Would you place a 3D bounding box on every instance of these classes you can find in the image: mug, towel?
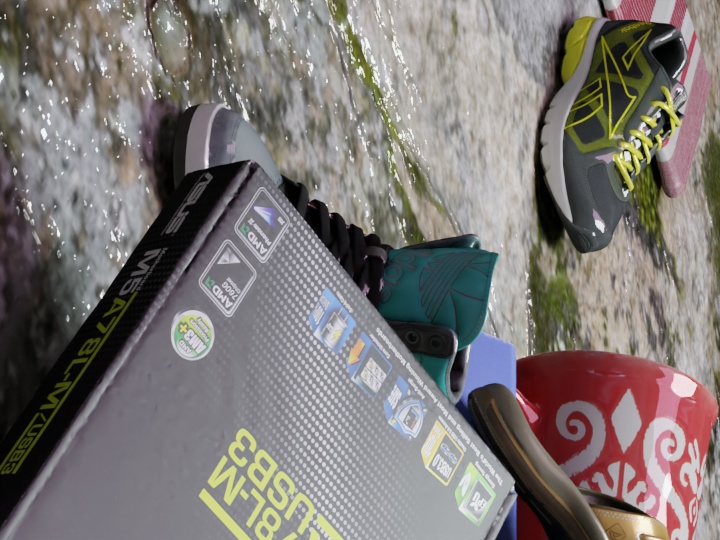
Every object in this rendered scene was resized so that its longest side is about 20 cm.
[{"bbox_3d":[0.108,0.159,1.371,0.134,0.176,0.201,123,-22,-64],"label":"mug"},{"bbox_3d":[0.223,-0.176,1.846,0.145,0.023,0.201,-69,144,-45],"label":"towel"}]

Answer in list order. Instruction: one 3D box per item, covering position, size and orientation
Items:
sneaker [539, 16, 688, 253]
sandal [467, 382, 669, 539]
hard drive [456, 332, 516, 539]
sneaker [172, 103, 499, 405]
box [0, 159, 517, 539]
[{"bbox_3d":[0.172,-0.099,1.609,0.075,0.084,0.201,59,32,-45],"label":"sneaker"},{"bbox_3d":[0.127,0.133,1.252,0.201,0.054,0.080,56,-9,-9],"label":"sandal"},{"bbox_3d":[0.036,0.123,1.243,0.132,0.025,0.202,22,63,-49],"label":"hard drive"},{"bbox_3d":[0.000,0.000,1.096,0.201,0.120,0.084,63,30,-41],"label":"sneaker"},{"bbox_3d":[-0.042,0.095,0.929,0.200,0.047,0.194,52,51,-27],"label":"box"}]
